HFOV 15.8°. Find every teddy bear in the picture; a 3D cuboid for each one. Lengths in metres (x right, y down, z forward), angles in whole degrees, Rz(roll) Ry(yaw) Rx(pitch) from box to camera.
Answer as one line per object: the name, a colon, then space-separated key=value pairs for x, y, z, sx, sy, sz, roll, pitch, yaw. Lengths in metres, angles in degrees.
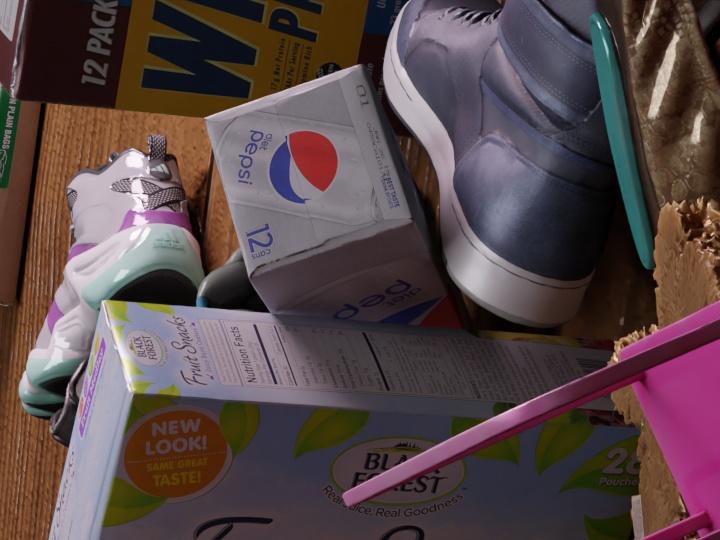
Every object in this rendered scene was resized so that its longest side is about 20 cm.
teddy bear: x=0.121 y=0.074 z=0.809 sx=0.145 sy=0.067 sz=0.200 roll=-138 pitch=48 yaw=-71

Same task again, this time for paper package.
paper package: x=-0.311 y=-0.090 z=1.940 sx=0.191 sy=0.103 sz=0.200 roll=-145 pitch=63 yaw=-65

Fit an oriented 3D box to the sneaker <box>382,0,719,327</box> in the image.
sneaker: x=0.072 y=-0.093 z=0.949 sx=0.202 sy=0.077 sz=0.146 roll=-107 pitch=34 yaw=-55

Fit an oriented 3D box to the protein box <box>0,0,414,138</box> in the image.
protein box: x=-0.073 y=-0.157 z=1.168 sx=0.200 sy=0.198 sz=0.135 roll=-133 pitch=51 yaw=-63

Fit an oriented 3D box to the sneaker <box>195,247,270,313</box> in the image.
sneaker: x=-0.040 y=0.026 z=1.208 sx=0.200 sy=0.087 sz=0.075 roll=117 pitch=149 yaw=-48

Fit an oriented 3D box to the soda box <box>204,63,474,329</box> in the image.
soda box: x=0.000 y=0.000 z=0.989 sx=0.200 sy=0.063 sz=0.068 roll=63 pitch=-171 yaw=-66

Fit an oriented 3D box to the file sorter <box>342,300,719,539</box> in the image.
file sorter: x=0.098 y=0.113 z=0.657 sx=0.200 sy=0.125 sz=0.139 roll=66 pitch=155 yaw=5

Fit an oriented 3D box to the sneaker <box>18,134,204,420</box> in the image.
sneaker: x=-0.147 y=-0.005 z=1.532 sx=0.200 sy=0.078 sz=0.140 roll=-46 pitch=41 yaw=46

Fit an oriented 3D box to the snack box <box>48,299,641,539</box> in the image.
snack box: x=-0.010 y=0.103 z=0.943 sx=0.068 sy=0.200 sz=0.169 roll=-118 pitch=38 yaw=-55

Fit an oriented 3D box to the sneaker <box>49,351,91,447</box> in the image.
sneaker: x=-0.099 y=0.111 z=1.302 sx=0.076 sy=0.115 sz=0.201 roll=115 pitch=151 yaw=-43

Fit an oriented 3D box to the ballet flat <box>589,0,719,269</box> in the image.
ballet flat: x=0.097 y=-0.096 z=0.815 sx=0.071 sy=0.065 sz=0.200 roll=-104 pitch=-3 yaw=-67
